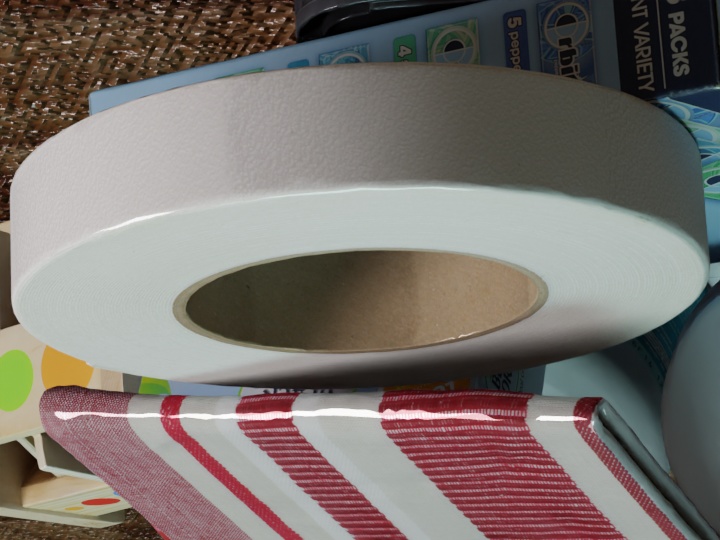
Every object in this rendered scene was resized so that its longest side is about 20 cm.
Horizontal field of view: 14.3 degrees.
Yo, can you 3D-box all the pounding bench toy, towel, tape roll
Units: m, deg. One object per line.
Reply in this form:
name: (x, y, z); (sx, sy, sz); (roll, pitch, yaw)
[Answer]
pounding bench toy: (-0.083, 0.042, 1.314); (0.156, 0.125, 0.200); (-16, 160, 37)
towel: (0.014, 0.073, 0.912); (0.199, 0.023, 0.144); (-2, 150, 31)
tape roll: (-0.001, -0.007, 0.817); (0.202, 0.037, 0.203); (-3, 163, -1)

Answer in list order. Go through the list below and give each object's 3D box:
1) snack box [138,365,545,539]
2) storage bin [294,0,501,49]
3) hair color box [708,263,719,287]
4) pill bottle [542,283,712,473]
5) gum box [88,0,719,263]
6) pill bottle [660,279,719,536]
snack box: (0.000, 0.000, 1.046); (0.142, 0.200, 0.053); (-12, 137, 27)
storage bin: (0.048, -0.095, 0.915); (0.135, 0.094, 0.200); (-4, 164, 1)
hair color box: (0.184, -0.027, 1.140); (0.100, 0.061, 0.200); (-8, 163, 16)
pill bottle: (0.081, 0.034, 1.140); (0.110, 0.111, 0.200); (-9, -162, 19)
gum box: (0.045, -0.033, 0.881); (0.199, 0.045, 0.170); (-11, 162, 24)
pill bottle: (0.167, 0.044, 0.987); (0.113, 0.114, 0.200); (-9, 179, 17)
